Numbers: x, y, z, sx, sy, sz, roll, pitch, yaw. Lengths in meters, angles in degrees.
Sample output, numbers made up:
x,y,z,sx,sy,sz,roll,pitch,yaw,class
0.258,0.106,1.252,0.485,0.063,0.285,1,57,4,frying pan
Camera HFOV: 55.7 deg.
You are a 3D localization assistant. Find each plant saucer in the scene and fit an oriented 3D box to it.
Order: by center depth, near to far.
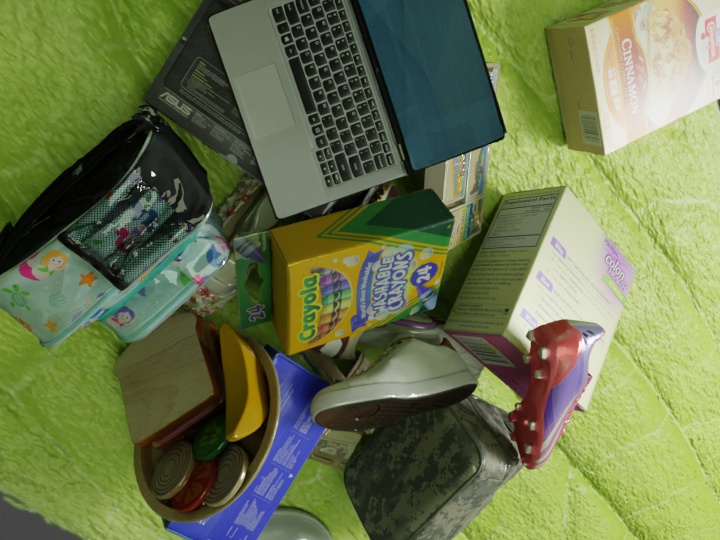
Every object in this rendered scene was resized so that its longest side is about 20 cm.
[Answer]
x,y,z,sx,sy,sz,roll,pitch,yaw,class
-0.117,0.397,0.855,0.199,0.050,0.202,-8,111,-21,plant saucer

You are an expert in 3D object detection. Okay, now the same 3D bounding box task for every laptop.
x,y,z,sx,sy,sz,roll,pitch,yaw,class
-0.014,-0.159,0.546,0.199,0.116,0.189,-18,95,4,laptop

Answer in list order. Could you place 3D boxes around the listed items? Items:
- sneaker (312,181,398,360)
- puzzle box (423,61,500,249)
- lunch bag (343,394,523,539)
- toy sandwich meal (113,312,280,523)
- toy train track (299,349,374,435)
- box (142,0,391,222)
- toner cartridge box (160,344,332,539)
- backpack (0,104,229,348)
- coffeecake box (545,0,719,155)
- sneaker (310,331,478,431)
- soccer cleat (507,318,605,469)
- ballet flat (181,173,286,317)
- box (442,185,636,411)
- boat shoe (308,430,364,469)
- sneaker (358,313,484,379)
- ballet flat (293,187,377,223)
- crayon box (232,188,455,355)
x,y,z,sx,sy,sz,roll,pitch,yaw,class
0.000,0.000,0.753,0.090,0.075,0.201,30,88,-31,sneaker
0.110,-0.127,0.749,0.133,0.025,0.202,-26,124,-56,puzzle box
0.102,0.248,0.838,0.167,0.140,0.200,21,115,-44,lunch bag
-0.164,0.134,0.655,0.205,0.205,0.070,-51,138,-1,toy sandwich meal
-0.035,0.107,0.777,0.200,0.032,0.115,53,47,-16,toy train track
-0.074,-0.164,0.630,0.199,0.048,0.159,34,96,-2,box
-0.109,0.187,0.703,0.095,0.043,0.201,36,82,-24,toner cartridge box
-0.218,-0.026,0.595,0.200,0.178,0.151,-37,115,-1,backpack
0.337,-0.251,0.824,0.199,0.073,0.154,-27,115,-14,coffeecake box
0.026,0.114,0.726,0.199,0.085,0.073,-4,144,-34,sneaker
0.207,0.137,0.726,0.076,0.067,0.201,-6,123,-8,soccer cleat
-0.124,-0.034,0.697,0.075,0.064,0.201,30,94,-28,ballet flat
0.220,0.034,0.818,0.176,0.096,0.201,39,68,-29,box
-0.087,0.189,0.784,0.199,0.073,0.063,19,96,-29,boat shoe
0.078,0.101,0.826,0.199,0.075,0.100,9,102,-26,sneaker
-0.017,-0.079,0.681,0.066,0.057,0.201,23,104,-10,ballet flat
-0.015,0.006,0.647,0.199,0.052,0.126,-16,139,-20,crayon box
